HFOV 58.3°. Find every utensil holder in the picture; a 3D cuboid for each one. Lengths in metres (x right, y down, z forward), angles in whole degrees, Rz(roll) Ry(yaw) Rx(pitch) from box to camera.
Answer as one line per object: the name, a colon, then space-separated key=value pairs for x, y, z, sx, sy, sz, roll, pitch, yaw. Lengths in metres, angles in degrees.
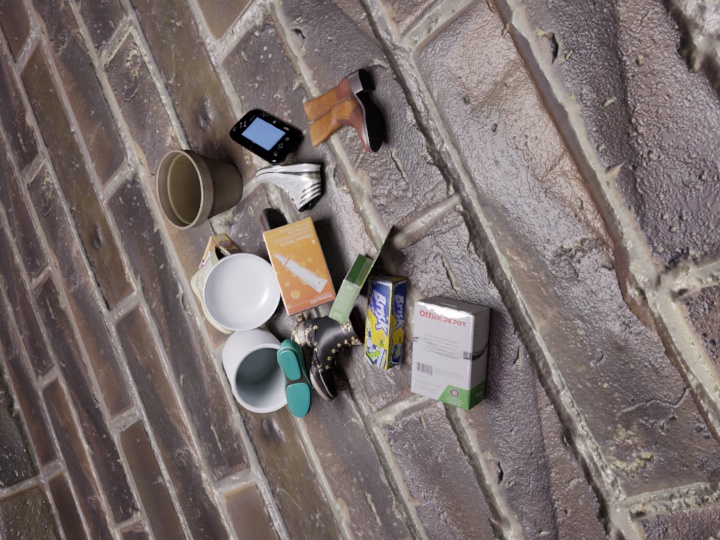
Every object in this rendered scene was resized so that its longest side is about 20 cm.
utensil holder: x=-0.257 y=0.240 z=1.627 sx=0.200 sy=0.166 sz=0.174 roll=-152 pitch=60 yaw=-67

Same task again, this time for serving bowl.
serving bowl: x=-0.306 y=0.048 z=1.651 sx=0.066 sy=0.196 sz=0.205 roll=-143 pitch=53 yaw=-66

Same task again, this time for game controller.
game controller: x=-0.237 y=-0.332 z=1.594 sx=0.199 sy=0.042 sz=0.105 roll=33 pitch=83 yaw=31

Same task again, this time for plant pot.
plant pot: x=-0.412 y=-0.218 z=1.702 sx=0.197 sy=0.172 sz=0.205 roll=8 pitch=104 yaw=37

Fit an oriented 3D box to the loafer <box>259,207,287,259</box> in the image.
loafer: x=-0.213 y=-0.058 z=1.634 sx=0.070 sy=0.072 sz=0.204 roll=-25 pitch=83 yaw=38

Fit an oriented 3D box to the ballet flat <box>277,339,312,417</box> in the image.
ballet flat: x=-0.150 y=0.248 z=1.520 sx=0.066 sy=0.071 sz=0.204 roll=-6 pitch=117 yaw=6

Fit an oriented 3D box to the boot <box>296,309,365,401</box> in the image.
boot: x=-0.058 y=0.192 z=1.531 sx=0.148 sy=0.073 sz=0.204 roll=-25 pitch=74 yaw=19

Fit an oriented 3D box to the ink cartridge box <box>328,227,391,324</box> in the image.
ink cartridge box: x=0.000 y=0.000 z=1.425 sx=0.047 sy=0.146 sz=0.203 roll=24 pitch=118 yaw=1

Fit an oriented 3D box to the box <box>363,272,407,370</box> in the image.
box: x=0.056 y=0.113 z=1.453 sx=0.069 sy=0.064 sz=0.205 roll=13 pitch=107 yaw=36

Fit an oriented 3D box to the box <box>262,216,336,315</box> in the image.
box: x=-0.142 y=-0.007 z=1.537 sx=0.122 sy=0.097 sz=0.204 roll=-18 pitch=87 yaw=-3

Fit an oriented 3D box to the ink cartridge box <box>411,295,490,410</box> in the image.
ink cartridge box: x=0.187 y=0.166 z=1.343 sx=0.144 sy=0.084 sz=0.205 roll=12 pitch=106 yaw=37

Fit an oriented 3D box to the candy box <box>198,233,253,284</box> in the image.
candy box: x=-0.356 y=0.008 z=1.777 sx=0.200 sy=0.056 sz=0.118 roll=44 pitch=124 yaw=22

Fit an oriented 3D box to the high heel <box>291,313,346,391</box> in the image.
high heel: x=-0.100 y=0.203 z=1.609 sx=0.140 sy=0.071 sz=0.205 roll=-3 pitch=95 yaw=28

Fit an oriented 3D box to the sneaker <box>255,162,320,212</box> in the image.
sneaker: x=-0.178 y=-0.199 z=1.576 sx=0.197 sy=0.075 sz=0.118 roll=1 pitch=98 yaw=37

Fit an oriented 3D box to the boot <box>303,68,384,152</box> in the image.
boot: x=-0.047 y=-0.325 z=1.449 sx=0.198 sy=0.068 sz=0.192 roll=-20 pitch=86 yaw=41

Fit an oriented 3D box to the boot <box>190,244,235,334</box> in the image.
boot: x=-0.364 y=0.051 z=1.714 sx=0.155 sy=0.071 sz=0.202 roll=-47 pitch=70 yaw=33
